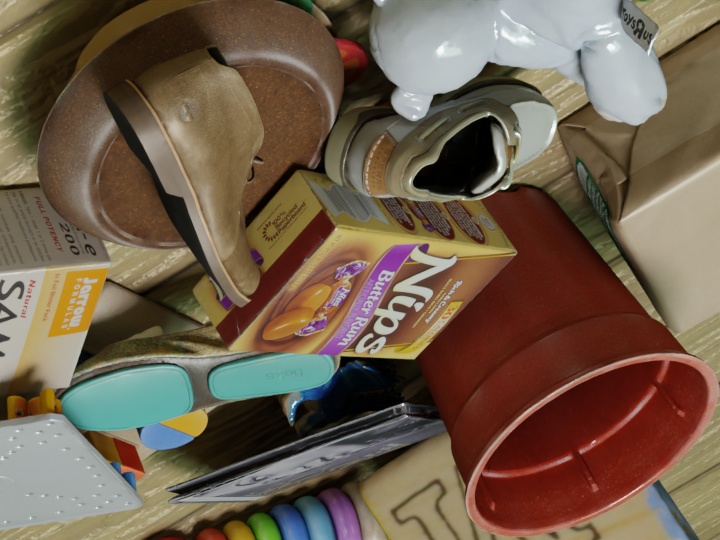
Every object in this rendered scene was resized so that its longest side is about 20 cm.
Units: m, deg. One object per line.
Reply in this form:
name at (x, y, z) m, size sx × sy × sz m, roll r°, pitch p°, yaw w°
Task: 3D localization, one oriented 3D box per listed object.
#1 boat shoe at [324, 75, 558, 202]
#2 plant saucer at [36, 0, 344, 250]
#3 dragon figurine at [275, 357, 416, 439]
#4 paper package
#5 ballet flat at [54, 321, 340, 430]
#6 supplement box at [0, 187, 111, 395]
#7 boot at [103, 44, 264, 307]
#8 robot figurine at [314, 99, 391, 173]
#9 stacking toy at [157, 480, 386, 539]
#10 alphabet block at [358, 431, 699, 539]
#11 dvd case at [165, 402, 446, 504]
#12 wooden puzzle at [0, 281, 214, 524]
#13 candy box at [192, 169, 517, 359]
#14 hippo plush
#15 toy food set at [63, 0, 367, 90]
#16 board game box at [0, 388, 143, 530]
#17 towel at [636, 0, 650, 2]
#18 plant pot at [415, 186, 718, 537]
boat shoe at (0.068, -0.076, 1.361) m, size 0.200 × 0.068 × 0.075 m, roll -18°, pitch 124°, yaw -45°
plant saucer at (-0.095, -0.078, 1.285) m, size 0.200 × 0.034 × 0.200 m, roll -20°, pitch 145°, yaw -14°
dragon figurine at (-0.018, 0.075, 1.595) m, size 0.099 × 0.059 × 0.200 m, roll -30°, pitch 150°, yaw -3°
paper package at (0.269, -0.072, 1.580) m, size 0.191 × 0.103 × 0.200 m, roll -32°, pitch 146°, yaw 4°
ballet flat at (-0.115, 0.062, 1.453) m, size 0.200 × 0.071 × 0.071 m, roll -10°, pitch 143°, yaw -7°
supplement box at (-0.271, 0.021, 1.332) m, size 0.200 × 0.074 × 0.126 m, roll -7°, pitch 140°, yaw -30°
boot at (-0.081, -0.051, 1.245) m, size 0.075 × 0.074 × 0.200 m, roll -34°, pitch 144°, yaw -11°
robot figurine at (-0.001, -0.045, 1.458) m, size 0.200 × 0.058 × 0.145 m, roll -40°, pitch 145°, yaw 16°
stacking toy at (-0.083, 0.228, 1.738) m, size 0.200 × 0.085 × 0.085 m, roll -8°, pitch 140°, yaw -19°
alphabet block at (0.146, 0.208, 1.728) m, size 0.200 × 0.196 × 0.195 m, roll -34°, pitch 162°, yaw 5°
dvd case at (-0.031, 0.141, 1.622) m, size 0.200 × 0.016 × 0.149 m, roll -21°, pitch 168°, yaw 17°
wooden puzzle at (-0.193, 0.108, 1.525) m, size 0.200 × 0.046 × 0.185 m, roll -41°, pitch 144°, yaw 15°
candy box at (0.000, 0.000, 1.400) m, size 0.117 × 0.056 × 0.200 m, roll -48°, pitch 151°, yaw 26°
hippo plush at (0.090, -0.142, 1.299) m, size 0.161 × 0.200 × 0.159 m, roll -21°, pitch 113°, yaw 5°
toy food set at (-0.094, -0.102, 1.326) m, size 0.198 × 0.049 × 0.200 m, roll -8°, pitch 139°, yaw -29°
board game box at (-0.269, 0.136, 1.441) m, size 0.200 × 0.026 × 0.200 m, roll -9°, pitch 157°, yaw 7°
towel at (0.293, -0.225, 1.411) m, size 0.200 × 0.031 × 0.149 m, roll -19°, pitch 173°, yaw -15°
plant pot at (0.126, 0.056, 1.556) m, size 0.201 × 0.195 × 0.201 m, roll -19°, pitch 145°, yaw -14°
